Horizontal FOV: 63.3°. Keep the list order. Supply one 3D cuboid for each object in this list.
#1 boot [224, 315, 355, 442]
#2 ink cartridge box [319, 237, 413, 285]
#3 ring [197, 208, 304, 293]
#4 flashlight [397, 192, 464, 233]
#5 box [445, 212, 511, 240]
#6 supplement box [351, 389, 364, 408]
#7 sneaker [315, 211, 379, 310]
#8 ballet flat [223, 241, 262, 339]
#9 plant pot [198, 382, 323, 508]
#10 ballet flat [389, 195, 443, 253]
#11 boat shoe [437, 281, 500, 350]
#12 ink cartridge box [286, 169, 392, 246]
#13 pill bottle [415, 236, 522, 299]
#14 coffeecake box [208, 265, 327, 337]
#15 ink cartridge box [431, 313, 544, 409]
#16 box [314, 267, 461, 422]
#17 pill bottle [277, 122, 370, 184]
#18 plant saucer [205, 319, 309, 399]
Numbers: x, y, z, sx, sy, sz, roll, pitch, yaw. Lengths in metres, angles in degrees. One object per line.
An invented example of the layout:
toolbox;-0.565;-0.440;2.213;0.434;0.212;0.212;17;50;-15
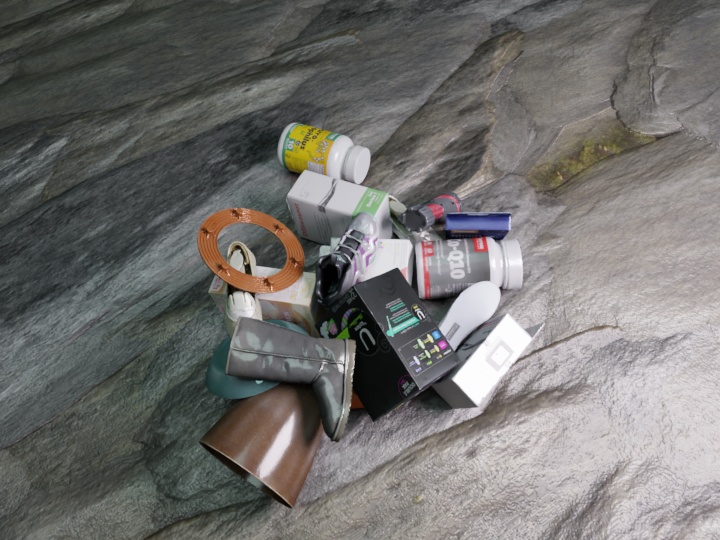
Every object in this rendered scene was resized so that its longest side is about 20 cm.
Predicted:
boot;-0.113;0.168;0.920;0.198;0.073;0.183;11;56;-12
ink cartridge box;0.000;0.000;1.151;0.198;0.067;0.118;2;78;15
ring;-0.192;-0.043;1.050;0.199;0.019;0.202;18;44;-18
flashlight;0.152;-0.116;1.190;0.068;0.200;0.068;-40;84;29
box;0.228;-0.084;1.152;0.120;0.200;0.033;1;85;9
supplement box;-0.023;0.157;1.107;0.066;0.069;0.201;-6;54;1
sneaker;-0.027;-0.025;1.053;0.077;0.140;0.202;16;83;16
ballet flat;-0.214;0.037;1.028;0.067;0.063;0.201;-12;58;-2
plant pot;-0.136;0.257;0.986;0.186;0.188;0.201;24;63;22
ballet flat;0.108;-0.093;1.248;0.069;0.070;0.200;-38;60;-16
boat shoe;0.184;0.103;1.098;0.070;0.066;0.201;37;84;4
ink cartridge box;-0.042;-0.115;1.235;0.198;0.147;0.085;20;61;19
pill bottle;0.210;-0.007;1.149;0.198;0.114;0.115;-5;57;5
coffeecake box;-0.170;0.064;1.134;0.198;0.154;0.074;7;58;13
ink cartridge box;0.224;0.148;1.038;0.067;0.116;0.200;45;70;1
box;0.044;0.126;1.009;0.124;0.149;0.201;-21;72;-44
pill bottle;-0.083;-0.267;1.359;0.198;0.113;0.113;20;62;19
plant saucer;-0.185;0.143;1.027;0.198;0.036;0.201;-15;27;8
